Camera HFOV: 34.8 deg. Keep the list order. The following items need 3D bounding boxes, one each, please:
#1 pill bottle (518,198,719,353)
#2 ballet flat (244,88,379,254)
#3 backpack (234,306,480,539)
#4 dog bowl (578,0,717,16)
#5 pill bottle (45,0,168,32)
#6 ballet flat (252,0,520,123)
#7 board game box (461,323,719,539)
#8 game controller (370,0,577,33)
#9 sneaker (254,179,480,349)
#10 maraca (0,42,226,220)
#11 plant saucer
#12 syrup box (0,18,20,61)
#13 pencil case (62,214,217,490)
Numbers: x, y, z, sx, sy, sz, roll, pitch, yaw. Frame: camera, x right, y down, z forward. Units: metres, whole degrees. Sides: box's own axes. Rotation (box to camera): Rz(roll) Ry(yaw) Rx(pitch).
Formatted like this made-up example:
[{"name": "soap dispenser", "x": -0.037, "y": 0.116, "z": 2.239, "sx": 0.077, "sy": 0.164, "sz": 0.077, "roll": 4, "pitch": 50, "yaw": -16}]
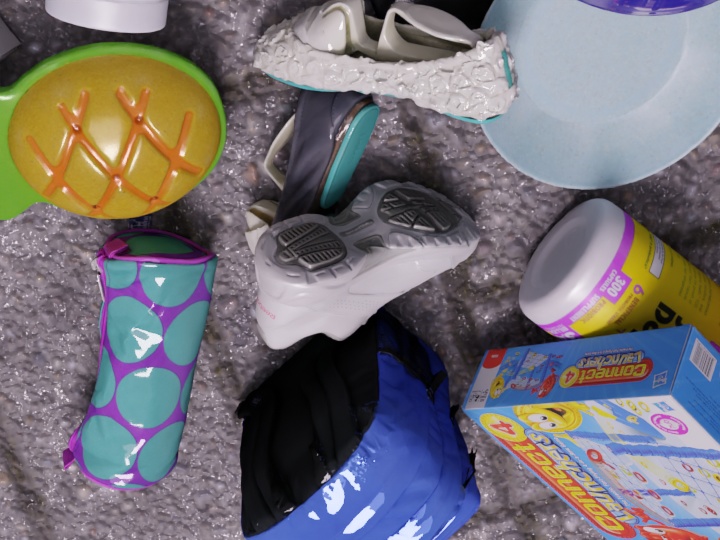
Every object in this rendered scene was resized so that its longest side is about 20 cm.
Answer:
[{"name": "pill bottle", "x": 0.222, "y": 0.042, "z": 0.857, "sx": 0.199, "sy": 0.104, "sz": 0.105, "roll": 35, "pitch": 108, "yaw": -13}, {"name": "ballet flat", "x": -0.045, "y": -0.051, "z": 0.847, "sx": 0.072, "sy": 0.073, "sz": 0.202, "roll": 17, "pitch": 117, "yaw": -6}, {"name": "backpack", "x": 0.007, "y": 0.140, "z": 0.846, "sx": 0.167, "sy": 0.200, "sz": 0.163, "roll": 39, "pitch": 107, "yaw": -14}, {"name": "dog bowl", "x": 0.177, "y": -0.261, "z": 0.695, "sx": 0.197, "sy": 0.079, "sz": 0.203, "roll": 0, "pitch": 75, "yaw": 0}, {"name": "pill bottle", "x": -0.153, "y": -0.261, "z": 0.732, "sx": 0.111, "sy": 0.112, "sz": 0.202, "roll": 9, "pitch": 112, "yaw": -4}, {"name": "ballet flat", "x": 0.015, "y": -0.153, "z": 0.766, "sx": 0.198, "sy": 0.072, "sz": 0.073, "roll": 16, "pitch": 114, "yaw": 24}, {"name": "board game box", "x": 0.209, "y": 0.129, "z": 0.840, "sx": 0.200, "sy": 0.056, "sz": 0.195, "roll": 42, "pitch": 149, "yaw": -24}, {"name": "game controller", "x": 0.102, "y": -0.216, "z": 0.795, "sx": 0.198, "sy": 0.042, "sz": 0.105, "roll": -22, "pitch": 125, "yaw": 9}, {"name": "sneaker", "x": 0.000, "y": 0.000, "z": 0.830, "sx": 0.198, "sy": 0.078, "sz": 0.100, "roll": -15, "pitch": 141, "yaw": -35}, {"name": "maraca", "x": -0.191, "y": -0.093, "z": 0.797, "sx": 0.197, "sy": 0.108, "sz": 0.138, "roll": -9, "pitch": 129, "yaw": -6}, {"name": "plant saucer", "x": 0.171, "y": -0.152, "z": 0.800, "sx": 0.198, "sy": 0.039, "sz": 0.203, "roll": -4, "pitch": 126, "yaw": -6}, {"name": "syrup box", "x": -0.347, "y": -0.128, "z": 0.803, "sx": 0.199, "sy": 0.082, "sz": 0.079, "roll": -32, "pitch": 107, "yaw": 13}, {"name": "pencil case", "x": -0.169, "y": 0.066, "z": 0.879, "sx": 0.091, "sy": 0.085, "sz": 0.202, "roll": 5, "pitch": 112, "yaw": -19}]
